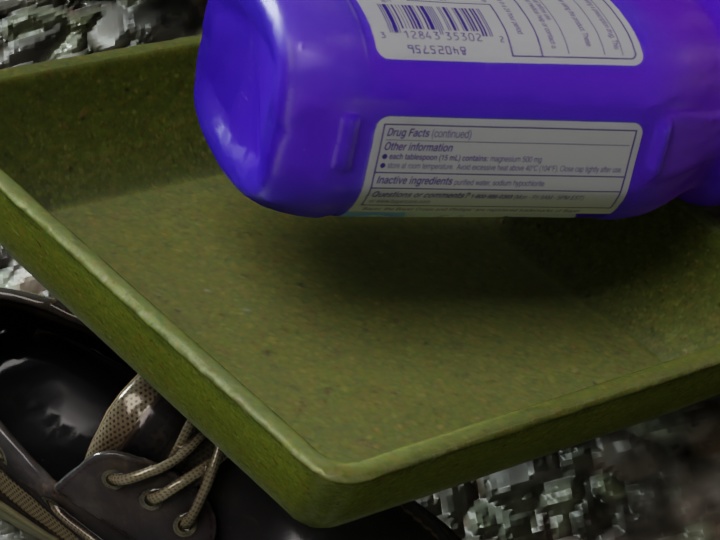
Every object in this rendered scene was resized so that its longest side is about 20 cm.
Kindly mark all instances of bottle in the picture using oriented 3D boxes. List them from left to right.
[{"bbox_3d":[0.056,-0.051,0.778,0.200,0.065,0.084,0,27,-25],"label":"bottle"}]

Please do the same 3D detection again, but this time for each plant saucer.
[{"bbox_3d":[0.000,0.000,0.782,0.200,0.048,0.200,-15,41,-40],"label":"plant saucer"}]

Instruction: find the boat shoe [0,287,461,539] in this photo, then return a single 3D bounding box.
[{"bbox_3d":[-0.056,0.062,0.790,0.200,0.073,0.075,20,66,30],"label":"boat shoe"}]
